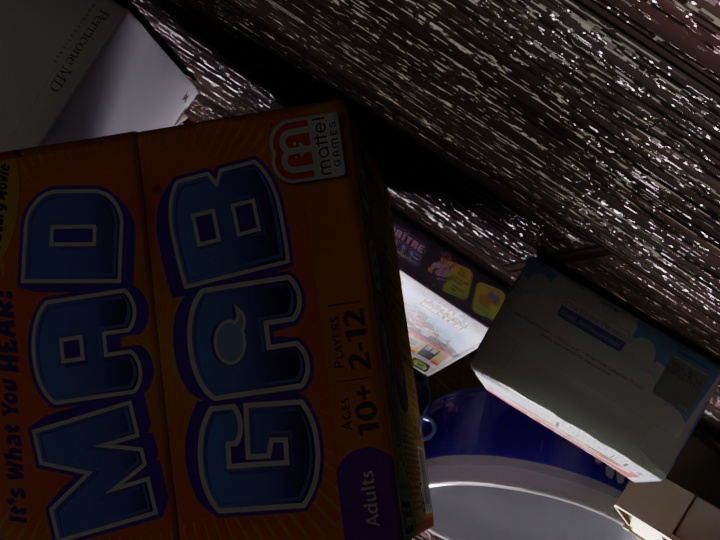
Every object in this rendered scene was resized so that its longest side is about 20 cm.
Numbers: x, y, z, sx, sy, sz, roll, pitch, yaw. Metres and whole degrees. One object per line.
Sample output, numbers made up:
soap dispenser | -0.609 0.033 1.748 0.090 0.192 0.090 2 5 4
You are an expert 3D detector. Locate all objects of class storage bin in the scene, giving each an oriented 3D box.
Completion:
storage bin | 0.311 0.207 0.921 0.198 0.094 0.200 36 175 -34

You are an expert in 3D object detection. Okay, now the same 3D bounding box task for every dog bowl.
dog bowl | 0.136 0.170 1.047 0.198 0.079 0.201 12 154 6

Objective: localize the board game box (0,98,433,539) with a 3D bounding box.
board game box | -0.078 0.049 0.680 0.198 0.202 0.200 -8 170 6

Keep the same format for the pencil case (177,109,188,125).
pencil case | -0.207 -0.054 1.005 0.087 0.201 0.087 27 178 1

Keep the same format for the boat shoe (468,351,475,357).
boat shoe | 0.121 0.095 1.221 0.072 0.068 0.200 37 173 -19

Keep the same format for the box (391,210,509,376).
box | -0.005 -0.007 0.890 0.199 0.035 0.110 33 151 -10

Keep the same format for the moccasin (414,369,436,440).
moccasin | 0.016 0.096 1.029 0.080 0.201 0.068 30 133 -30

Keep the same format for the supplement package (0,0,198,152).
supplement package | -0.210 -0.073 0.786 0.110 0.201 0.156 31 176 11

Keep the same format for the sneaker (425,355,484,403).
sneaker | 0.093 0.118 1.119 0.198 0.076 0.088 10 138 16

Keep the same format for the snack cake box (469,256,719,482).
snack cake box | 0.131 0.063 0.751 0.114 0.068 0.200 30 176 11
